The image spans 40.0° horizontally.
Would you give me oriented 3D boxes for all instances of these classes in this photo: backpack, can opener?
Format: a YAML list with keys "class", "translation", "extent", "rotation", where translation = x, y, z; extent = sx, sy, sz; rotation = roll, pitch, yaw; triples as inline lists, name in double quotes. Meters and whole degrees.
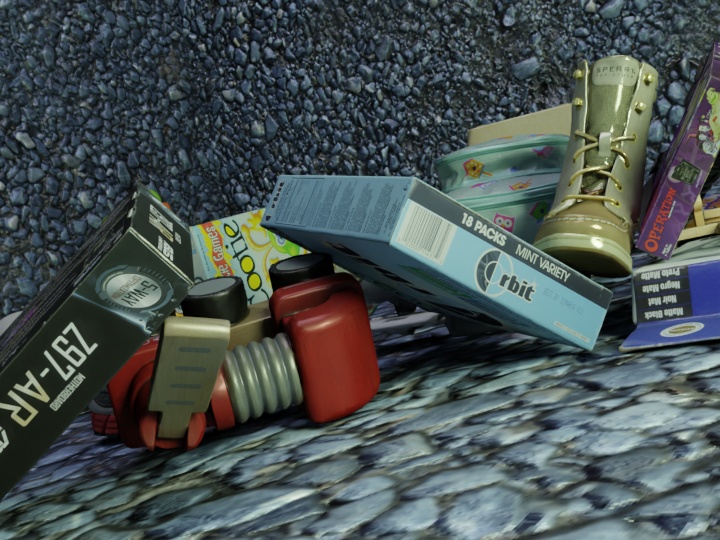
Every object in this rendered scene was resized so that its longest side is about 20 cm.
- class: "backpack"
  translation: [0.143, -0.045, 0.913]
  extent: [0.172, 0.156, 0.200]
  rotation: [-7, 9, 10]
- class: "can opener"
  translation: [0.087, 0.017, 0.810]
  extent: [0.197, 0.068, 0.053]
  rotation: [-12, 4, 27]

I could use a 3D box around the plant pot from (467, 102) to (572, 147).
- class: "plant pot"
  translation: [0.225, -0.107, 1.245]
  extent: [0.196, 0.180, 0.200]
  rotation: [-13, 5, 16]

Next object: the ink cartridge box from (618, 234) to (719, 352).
- class: "ink cartridge box"
  translation: [0.279, -0.004, 0.624]
  extent: [0.197, 0.041, 0.199]
  rotation: [-12, 5, 34]

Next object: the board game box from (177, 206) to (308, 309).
- class: "board game box"
  translation: [-0.130, 0.000, 1.001]
  extent: [0.103, 0.105, 0.199]
  rotation: [-15, 4, 31]

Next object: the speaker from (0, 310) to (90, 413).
- class: "speaker"
  translation: [-0.311, 0.087, 0.988]
  extent: [0.080, 0.083, 0.199]
  rotation: [-16, 11, -31]

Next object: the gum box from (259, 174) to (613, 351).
- class: "gum box"
  translation: [0.043, -0.009, 0.677]
  extent: [0.168, 0.045, 0.199]
  rotation: [27, -7, -28]

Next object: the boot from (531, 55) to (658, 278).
- class: "boot"
  translation: [0.170, -0.076, 0.703]
  extent: [0.071, 0.158, 0.200]
  rotation: [10, 3, 16]

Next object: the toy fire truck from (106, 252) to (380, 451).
- class: "toy fire truck"
  translation: [-0.069, 0.054, 0.602]
  extent: [0.173, 0.131, 0.200]
  rotation: [-14, 16, -11]

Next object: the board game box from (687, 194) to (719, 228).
- class: "board game box"
  translation: [0.357, -0.061, 1.052]
  extent: [0.095, 0.031, 0.198]
  rotation: [-17, 18, -38]

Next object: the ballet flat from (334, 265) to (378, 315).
- class: "ballet flat"
  translation: [0.000, 0.000, 0.987]
  extent: [0.063, 0.077, 0.200]
  rotation: [-3, -22, -22]

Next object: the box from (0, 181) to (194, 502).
- class: "box"
  translation: [-0.174, 0.049, 0.544]
  extent: [0.200, 0.043, 0.160]
  rotation: [-48, 17, 1]

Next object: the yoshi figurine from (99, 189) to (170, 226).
- class: "yoshi figurine"
  translation: [-0.262, 0.008, 1.193]
  extent: [0.110, 0.204, 0.112]
  rotation: [-12, 5, 12]

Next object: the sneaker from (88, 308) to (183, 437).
- class: "sneaker"
  translation: [-0.118, 0.064, 0.775]
  extent: [0.197, 0.084, 0.077]
  rotation: [-16, 5, -29]

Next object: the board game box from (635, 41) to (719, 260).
- class: "board game box"
  translation: [0.240, -0.093, 0.711]
  extent: [0.032, 0.122, 0.200]
  rotation: [19, 23, 13]

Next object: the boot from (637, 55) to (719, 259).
- class: "boot"
  translation: [0.304, -0.080, 0.885]
  extent: [0.068, 0.176, 0.201]
  rotation: [18, 33, -2]

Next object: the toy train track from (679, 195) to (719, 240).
- class: "toy train track"
  translation: [0.272, -0.045, 0.706]
  extent: [0.113, 0.033, 0.200]
  rotation: [-12, 0, 8]
